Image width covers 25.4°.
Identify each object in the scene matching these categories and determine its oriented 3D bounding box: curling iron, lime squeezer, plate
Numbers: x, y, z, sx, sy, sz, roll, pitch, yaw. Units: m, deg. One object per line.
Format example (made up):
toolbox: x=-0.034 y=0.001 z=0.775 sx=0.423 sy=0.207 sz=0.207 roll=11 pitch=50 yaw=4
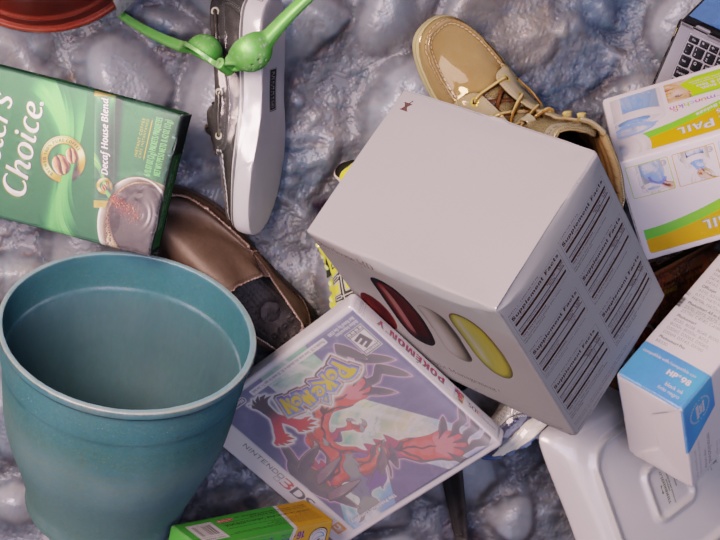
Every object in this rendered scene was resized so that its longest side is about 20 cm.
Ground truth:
curling iron: x=0.081 y=0.151 z=1.410 sx=0.025 sy=0.049 sz=0.201 roll=-15 pitch=111 yaw=-34
lime squeezer: x=-0.111 y=-0.190 z=1.271 sx=0.199 sy=0.038 sz=0.071 roll=-6 pitch=91 yaw=24
plate: x=0.265 y=0.188 z=1.412 sx=0.199 sy=0.032 sz=0.201 roll=-29 pitch=104 yaw=-31

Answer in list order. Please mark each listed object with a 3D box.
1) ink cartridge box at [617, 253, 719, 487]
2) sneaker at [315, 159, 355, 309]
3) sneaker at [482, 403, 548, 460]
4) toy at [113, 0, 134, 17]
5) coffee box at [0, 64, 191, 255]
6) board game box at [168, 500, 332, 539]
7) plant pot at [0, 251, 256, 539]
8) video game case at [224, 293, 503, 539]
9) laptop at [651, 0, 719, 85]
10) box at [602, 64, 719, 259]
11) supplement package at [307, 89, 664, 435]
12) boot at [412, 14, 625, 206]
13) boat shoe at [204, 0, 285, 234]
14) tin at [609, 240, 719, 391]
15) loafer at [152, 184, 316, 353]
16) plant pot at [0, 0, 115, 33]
ink cartridge box: x=0.303 y=0.066 z=1.328 sx=0.200 sy=0.067 sz=0.116 roll=-45 pitch=142 yaw=-22
sneaker: x=0.000 y=0.000 z=1.367 sx=0.076 sy=0.075 sz=0.201 roll=15 pitch=98 yaw=16
sneaker: x=0.151 y=0.074 z=1.401 sx=0.085 sy=0.077 sz=0.200 roll=38 pitch=83 yaw=-7
toy: x=-0.110 y=-0.265 z=1.260 sx=0.047 sy=0.115 sz=0.200 roll=44 pitch=84 yaw=-2
coffee box: x=-0.247 y=-0.093 z=1.288 sx=0.199 sy=0.044 sz=0.124 roll=16 pitch=98 yaw=4
board game box: x=-0.110 y=0.301 z=1.348 sx=0.152 sy=0.040 sz=0.201 roll=-4 pitch=113 yaw=-46
plant pot: x=-0.194 y=0.119 z=1.276 sx=0.199 sy=0.201 sz=0.189 roll=6 pitch=124 yaw=-11
video game case: x=-0.012 y=0.131 z=1.343 sx=0.182 sy=0.023 sz=0.200 roll=42 pitch=122 yaw=-18
laptop: x=0.362 y=-0.153 z=1.371 sx=0.186 sy=0.116 sz=0.201 roll=22 pitch=95 yaw=-12
box: x=0.315 y=-0.104 z=1.332 sx=0.199 sy=0.113 sz=0.102 roll=-16 pitch=123 yaw=11
supplement package: x=0.102 y=-0.005 z=1.255 sx=0.147 sy=0.191 sz=0.200 roll=-55 pitch=142 yaw=-16
boot: x=0.130 y=-0.126 z=1.311 sx=0.073 sy=0.155 sz=0.200 roll=-37 pitch=105 yaw=-8
boat shoe: x=-0.099 y=-0.132 z=1.327 sx=0.056 sy=0.069 sz=0.201 roll=7 pitch=100 yaw=20
tin: x=0.277 y=0.038 z=1.388 sx=0.199 sy=0.042 sz=0.113 roll=-24 pitch=109 yaw=-32
loafer: x=-0.111 y=0.000 z=1.337 sx=0.200 sy=0.071 sz=0.073 roll=38 pitch=91 yaw=-13
plant pot: x=-0.247 y=-0.279 z=1.204 sx=0.199 sy=0.195 sz=0.202 roll=-2 pitch=100 yaw=-9
